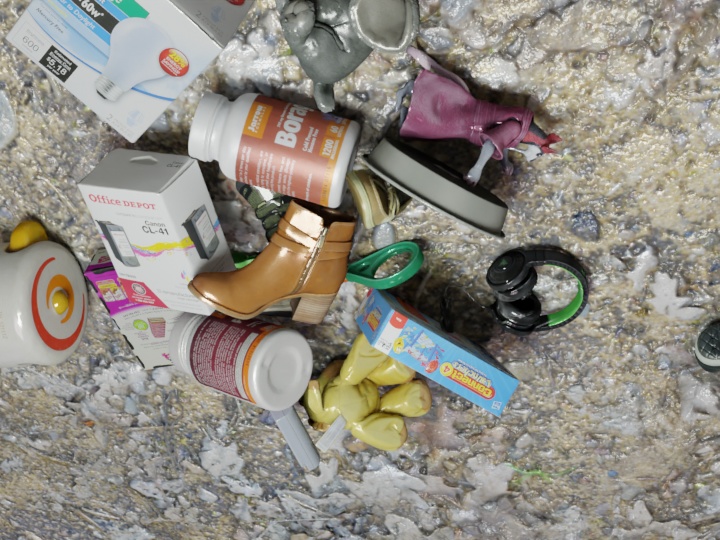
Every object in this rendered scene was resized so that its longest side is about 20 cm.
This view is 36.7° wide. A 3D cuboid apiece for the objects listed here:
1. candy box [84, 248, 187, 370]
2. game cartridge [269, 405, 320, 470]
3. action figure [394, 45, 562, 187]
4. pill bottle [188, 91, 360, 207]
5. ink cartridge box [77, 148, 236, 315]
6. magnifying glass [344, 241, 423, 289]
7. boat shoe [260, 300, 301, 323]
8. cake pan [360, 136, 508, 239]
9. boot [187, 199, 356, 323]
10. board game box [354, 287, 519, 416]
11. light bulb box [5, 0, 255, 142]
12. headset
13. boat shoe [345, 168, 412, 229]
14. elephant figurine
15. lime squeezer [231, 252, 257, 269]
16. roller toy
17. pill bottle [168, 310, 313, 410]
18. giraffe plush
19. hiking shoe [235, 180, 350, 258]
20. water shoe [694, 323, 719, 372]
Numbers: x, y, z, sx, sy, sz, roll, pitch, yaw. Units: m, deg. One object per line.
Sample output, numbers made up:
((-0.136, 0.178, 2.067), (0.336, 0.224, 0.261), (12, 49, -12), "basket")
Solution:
((-0.302, 0.051, 1.626), (0.136, 0.061, 0.201), (-9, 126, 20), "candy box")
((-0.123, 0.195, 1.624), (0.041, 0.200, 0.134), (-25, 124, -9), "game cartridge")
((0.143, -0.180, 1.291), (0.199, 0.134, 0.150), (10, 104, 8), "action figure")
((-0.107, -0.156, 1.356), (0.199, 0.112, 0.113), (16, 132, 2), "pill bottle")
((-0.261, -0.049, 1.419), (0.147, 0.086, 0.201), (8, 134, 30), "ink cartridge box")
((0.000, 0.000, 1.495), (0.199, 0.080, 0.022), (-12, 125, 38), "magnifying glass")
((-0.153, 0.046, 1.541), (0.199, 0.073, 0.063), (6, 140, -22), "boat shoe")
((0.095, -0.103, 1.306), (0.199, 0.200, 0.037), (28, 102, -8), "cake pan")
((-0.109, -0.019, 1.371), (0.199, 0.074, 0.155), (7, 119, -27), "boot")
((0.097, 0.104, 1.469), (0.195, 0.200, 0.056), (29, 94, -9), "board game box")
((-0.268, -0.296, 1.274), (0.198, 0.125, 0.200), (39, 130, -18), "light bulb box")
((0.204, 0.040, 1.448), (0.199, 0.094, 0.124), (-6, 128, 10), "headset")
((0.027, -0.092, 1.330), (0.063, 0.201, 0.074), (-20, 86, 7), "boat shoe")
((0.013, -0.299, 1.199), (0.199, 0.142, 0.155), (-18, 154, 10), "elephant figurine")
((-0.191, -0.038, 1.534), (0.199, 0.038, 0.071), (28, 131, -8), "lime squeezer")
((-0.491, 0.048, 1.598), (0.139, 0.201, 0.183), (-3, 142, 18), "roller toy")
((-0.172, 0.119, 1.527), (0.199, 0.114, 0.115), (13, 138, 42), "pill bottle")
((-0.018, 0.189, 1.606), (0.173, 0.199, 0.162), (61, 158, -9), "giraffe plush")
((-0.093, -0.055, 1.447), (0.076, 0.101, 0.200), (-32, 116, 34), "hiking shoe")
((0.544, 0.098, 1.432), (0.199, 0.072, 0.079), (-2, 157, 16), "water shoe")
